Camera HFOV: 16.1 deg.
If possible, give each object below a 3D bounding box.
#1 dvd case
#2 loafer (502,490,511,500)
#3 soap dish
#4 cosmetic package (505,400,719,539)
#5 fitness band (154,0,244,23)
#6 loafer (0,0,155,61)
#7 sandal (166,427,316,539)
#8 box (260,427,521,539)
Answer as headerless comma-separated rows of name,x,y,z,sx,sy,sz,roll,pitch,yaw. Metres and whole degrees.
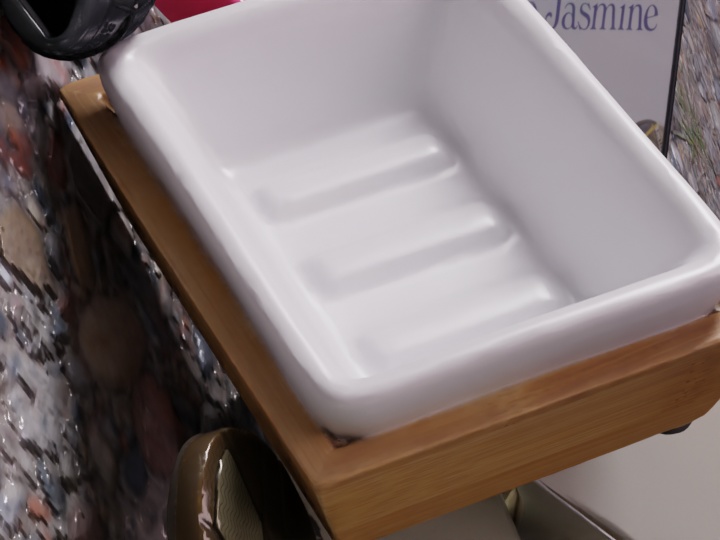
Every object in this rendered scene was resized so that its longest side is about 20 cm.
dvd case,0.078,-0.045,1.091,0.143,0.018,0.200,-4,104,-39
loafer,0.060,0.049,1.043,0.076,0.067,0.200,-34,122,-32
soap dish,0.015,-0.010,0.805,0.200,0.157,0.081,54,-25,42
cosmetic package,0.104,0.072,0.924,0.073,0.104,0.200,35,-15,7
fitness band,-0.029,-0.130,0.960,0.144,0.037,0.200,40,28,-12
loafer,-0.110,-0.163,0.784,0.070,0.068,0.201,-62,136,-78
sandal,-0.037,0.125,0.784,0.200,0.055,0.082,74,15,-54
box,0.023,0.108,0.865,0.082,0.068,0.200,79,-11,-73
